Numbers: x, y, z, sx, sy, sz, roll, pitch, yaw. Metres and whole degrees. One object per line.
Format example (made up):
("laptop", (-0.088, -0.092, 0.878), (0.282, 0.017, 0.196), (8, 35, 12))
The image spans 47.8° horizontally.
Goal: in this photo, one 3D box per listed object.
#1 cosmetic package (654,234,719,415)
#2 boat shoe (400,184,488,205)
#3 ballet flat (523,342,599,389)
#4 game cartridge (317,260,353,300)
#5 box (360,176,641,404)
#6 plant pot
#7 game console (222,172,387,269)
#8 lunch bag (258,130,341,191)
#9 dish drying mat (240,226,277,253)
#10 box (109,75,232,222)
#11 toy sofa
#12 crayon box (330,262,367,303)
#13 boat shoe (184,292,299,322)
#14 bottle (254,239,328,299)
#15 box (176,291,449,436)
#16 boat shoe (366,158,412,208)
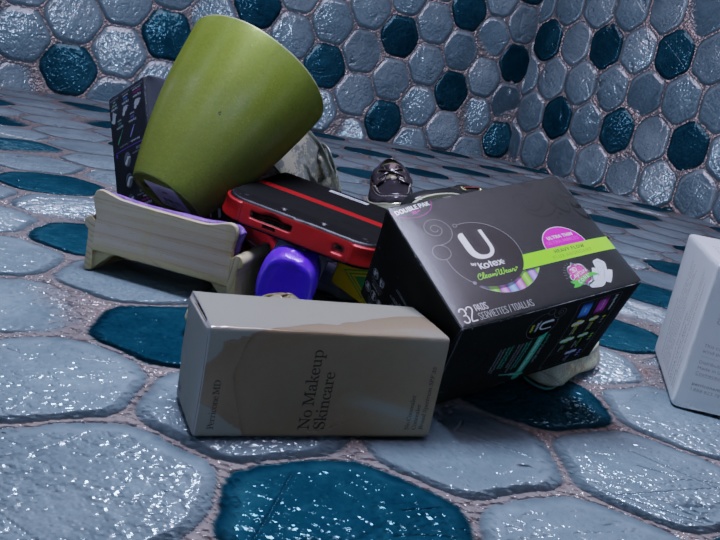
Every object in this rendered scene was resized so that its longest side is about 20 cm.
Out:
("cosmetic package", (0.450, 0.068, 0.932), (0.165, 0.165, 0.200), (15, 15, 12))
("boat shoe", (0.118, -0.067, 0.992), (0.201, 0.074, 0.063), (1, 30, -42))
("ballet flat", (0.236, 0.083, 0.912), (0.067, 0.062, 0.200), (26, 19, 21))
("game cartridge", (0.000, 0.000, 1.108), (0.200, 0.042, 0.133), (-2, 15, -44))
("box", (0.128, 0.015, 0.774), (0.200, 0.124, 0.149), (-13, 54, -25))
("plant pot", (-0.173, -0.163, 0.968), (0.187, 0.200, 0.187), (27, -20, 11))
("game console", (-0.042, -0.061, 0.947), (0.200, 0.031, 0.177), (22, 20, 14))
("lunch bag", (-0.135, -0.145, 1.194), (0.200, 0.118, 0.164), (46, -38, -19))
("dish drying mat", (-0.137, -0.039, 1.101), (0.077, 0.018, 0.200), (48, 6, -15))
("box", (-0.248, -0.139, 1.074), (0.122, 0.200, 0.106), (-1, -7, -42))
("toy sofa", (-0.210, -0.032, 0.934), (0.200, 0.098, 0.083), (14, 15, 14))
("crayon box", (0.096, 0.016, 0.964), (0.172, 0.058, 0.200), (34, 31, 30))
("boat shoe", (-0.074, 0.051, 0.782), (0.200, 0.065, 0.072), (16, 15, 17))
("bottle", (-0.071, -0.017, 0.964), (0.065, 0.084, 0.200), (22, 24, -2))
("box", (-0.039, 0.077, 0.656), (0.200, 0.095, 0.078), (4, 16, -24))
("boat shoe", (0.044, -0.132, 1.237), (0.072, 0.065, 0.200), (2, 15, 1))
